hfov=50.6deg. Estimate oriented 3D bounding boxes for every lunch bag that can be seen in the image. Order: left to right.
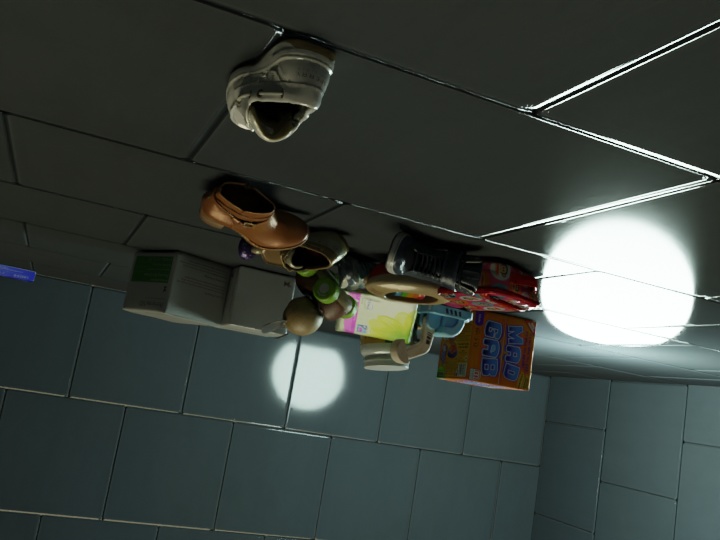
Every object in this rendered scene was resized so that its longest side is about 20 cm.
[{"bbox_3d":[0.266,0.031,1.502,0.176,0.082,0.200,-3,167,37],"label":"lunch bag"}]

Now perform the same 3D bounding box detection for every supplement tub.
[{"bbox_3d":[0.071,0.166,2.064,0.144,0.200,0.144,1,166,0],"label":"supplement tub"}]

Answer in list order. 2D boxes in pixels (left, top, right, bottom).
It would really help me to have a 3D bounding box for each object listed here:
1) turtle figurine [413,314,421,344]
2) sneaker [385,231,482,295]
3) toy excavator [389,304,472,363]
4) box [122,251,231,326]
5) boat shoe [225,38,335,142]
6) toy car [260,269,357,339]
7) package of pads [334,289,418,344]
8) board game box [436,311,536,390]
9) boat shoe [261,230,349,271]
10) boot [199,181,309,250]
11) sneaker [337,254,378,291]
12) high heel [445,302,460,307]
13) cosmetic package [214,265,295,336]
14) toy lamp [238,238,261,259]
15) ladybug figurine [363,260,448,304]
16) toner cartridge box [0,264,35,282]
[{"bbox_3d":[0.184,0.147,2.143,0.101,0.150,0.200,44,163,11],"label":"turtle figurine"},{"bbox_3d":[0.134,-0.010,1.331,0.146,0.077,0.202,18,-176,22],"label":"sneaker"},{"bbox_3d":[0.174,0.134,1.817,0.194,0.200,0.100,14,169,-26],"label":"toy excavator"},{"bbox_3d":[-0.502,0.051,2.087,0.199,0.172,0.200,2,168,39],"label":"box"},{"bbox_3d":[-0.089,-0.159,0.736,0.071,0.069,0.200,12,171,-23],"label":"boat shoe"},{"bbox_3d":[-0.132,0.081,1.711,0.158,0.200,0.164,51,-178,25],"label":"toy car"},{"bbox_3d":[0.044,0.097,1.926,0.200,0.068,0.155,10,129,-1],"label":"package of pads"},{"bbox_3d":[0.363,0.232,2.211,0.200,0.200,0.200,12,170,-18],"label":"board game box"},{"bbox_3d":[-0.119,-0.034,1.453,0.200,0.066,0.074,-6,123,37],"label":"boat shoe"},{"bbox_3d":[-0.158,-0.088,1.235,0.200,0.074,0.155,10,167,-21],"label":"boot"},{"bbox_3d":[0.000,0.000,1.642,0.086,0.078,0.200,-4,176,7],"label":"sneaker"},{"bbox_3d":[0.167,0.039,1.677,0.200,0.067,0.096,19,-171,37],"label":"high heel"},{"bbox_3d":[-0.299,0.091,2.138,0.166,0.168,0.200,14,169,-22],"label":"cosmetic package"},{"bbox_3d":[-0.157,-0.041,1.561,0.200,0.058,0.058,7,171,30],"label":"toy lamp"},{"bbox_3d":[0.103,0.024,1.601,0.200,0.072,0.136,10,164,-19],"label":"ladybug figurine"},{"bbox_3d":[-1.474,0.006,3.192,0.200,0.043,0.095,15,170,-27],"label":"toner cartridge box"}]
